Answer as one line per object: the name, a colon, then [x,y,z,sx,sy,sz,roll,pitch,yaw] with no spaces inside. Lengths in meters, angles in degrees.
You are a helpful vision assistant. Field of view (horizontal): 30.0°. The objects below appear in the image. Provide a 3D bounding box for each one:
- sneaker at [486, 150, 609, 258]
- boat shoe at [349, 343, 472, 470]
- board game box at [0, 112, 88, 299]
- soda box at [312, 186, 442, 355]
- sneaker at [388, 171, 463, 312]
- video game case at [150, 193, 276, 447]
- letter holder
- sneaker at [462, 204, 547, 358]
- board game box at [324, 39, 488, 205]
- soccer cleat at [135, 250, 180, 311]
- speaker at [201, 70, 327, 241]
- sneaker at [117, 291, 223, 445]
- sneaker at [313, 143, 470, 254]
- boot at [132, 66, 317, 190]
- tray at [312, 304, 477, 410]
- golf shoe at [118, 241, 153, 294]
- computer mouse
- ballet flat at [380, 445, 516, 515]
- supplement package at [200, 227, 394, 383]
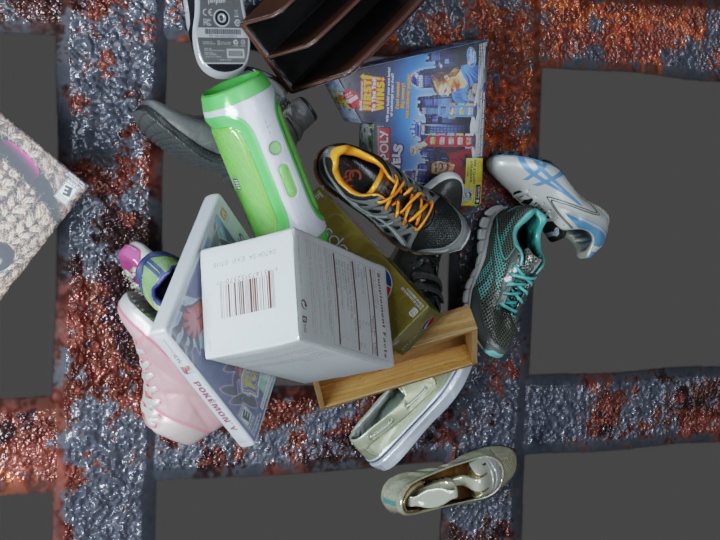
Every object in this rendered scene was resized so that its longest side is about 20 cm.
sneaker: [0.236,-0.084,1.693,0.199,0.072,0.073,33,67,-24]
boat shoe: [0.066,0.152,1.643,0.062,0.072,0.201,41,81,-27]
board game box: [-0.412,-0.061,1.391,0.159,0.097,0.201,40,79,-22]
soda box: [0.000,0.000,1.533,0.068,0.064,0.200,-44,68,5]
sneaker: [0.081,-0.013,1.583,0.070,0.099,0.201,19,109,-30]
video game case: [-0.136,0.051,1.408,0.183,0.023,0.201,57,34,-35]
letter holder: [-0.011,-0.306,1.499,0.200,0.142,0.101,-49,115,-25]
sneaker: [0.182,0.005,1.640,0.077,0.091,0.202,19,68,-32]
board game box: [0.049,-0.180,1.606,0.198,0.062,0.202,-1,98,-22]
soccer cleat: [-0.164,0.057,1.445,0.065,0.084,0.200,-48,119,-6]
speaker: [-0.104,-0.111,1.466,0.088,0.088,0.202,-27,108,-19]
sneaker: [-0.222,0.119,1.490,0.104,0.075,0.200,-39,121,4]
sneaker: [0.035,-0.080,1.519,0.199,0.077,0.079,28,82,-1]
boot: [-0.153,-0.177,1.522,0.199,0.070,0.133,31,77,-32]
tray: [0.039,0.103,1.583,0.198,0.099,0.037,-17,61,-4]
golf shoe: [-0.188,0.021,1.522,0.200,0.075,0.092,45,69,-30]
computer mouse: [-0.168,-0.314,1.506,0.109,0.044,0.202,-3,90,-29]
ballet flat: [0.122,0.272,1.685,0.198,0.062,0.068,-14,101,-23]
supplement package: [-0.063,0.042,1.402,0.200,0.116,0.119,23,58,-59]
